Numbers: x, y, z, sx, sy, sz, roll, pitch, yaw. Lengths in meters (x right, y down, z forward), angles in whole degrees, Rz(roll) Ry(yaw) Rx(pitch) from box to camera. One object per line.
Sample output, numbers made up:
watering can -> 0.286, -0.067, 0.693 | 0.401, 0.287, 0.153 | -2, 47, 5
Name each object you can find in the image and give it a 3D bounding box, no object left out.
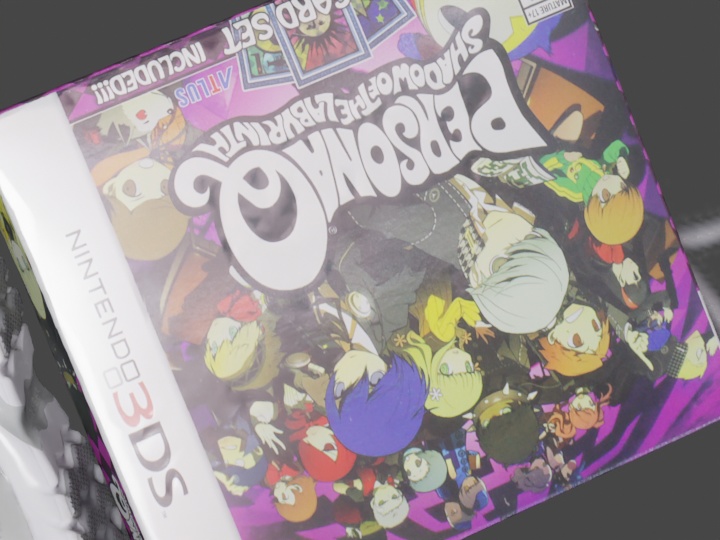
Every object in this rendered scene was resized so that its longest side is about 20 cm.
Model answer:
sneaker -> -0.126, 0.070, 0.868 | 0.082, 0.075, 0.200 | -22, 91, 7
video game case -> 0.000, 0.000, 0.885 | 0.200, 0.036, 0.182 | -23, 97, -12
